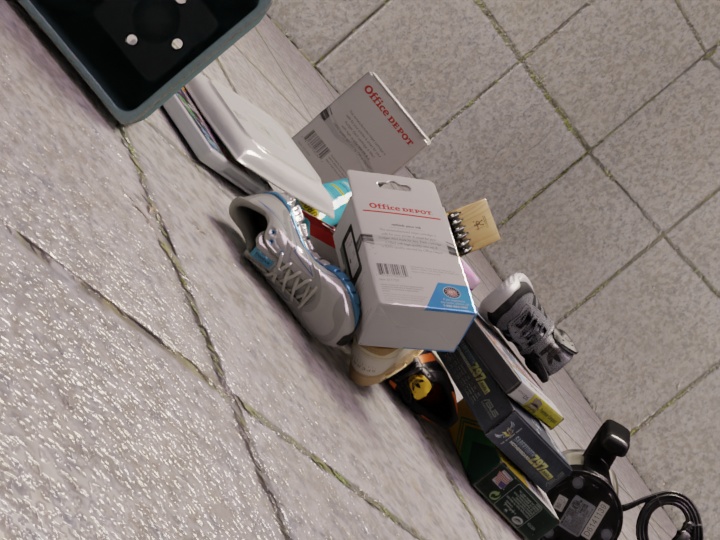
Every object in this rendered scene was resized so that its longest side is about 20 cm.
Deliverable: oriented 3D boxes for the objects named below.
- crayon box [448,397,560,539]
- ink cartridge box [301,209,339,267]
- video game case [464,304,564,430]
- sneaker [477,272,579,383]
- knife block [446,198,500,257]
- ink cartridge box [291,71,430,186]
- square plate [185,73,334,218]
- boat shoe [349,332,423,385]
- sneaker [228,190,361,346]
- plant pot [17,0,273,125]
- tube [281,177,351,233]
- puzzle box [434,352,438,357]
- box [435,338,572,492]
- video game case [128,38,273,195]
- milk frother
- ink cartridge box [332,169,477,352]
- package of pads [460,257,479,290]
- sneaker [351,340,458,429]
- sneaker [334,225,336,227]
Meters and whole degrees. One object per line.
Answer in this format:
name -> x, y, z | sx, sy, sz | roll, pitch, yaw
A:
crayon box -> 0.172, 0.241, 1.648 | 0.127, 0.051, 0.200 | 47, 10, -24
ink cartridge box -> 0.000, 0.000, 1.579 | 0.160, 0.050, 0.200 | 29, -3, 31
video game case -> 0.163, 0.095, 1.606 | 0.200, 0.025, 0.181 | 55, 8, 31
sneaker -> 0.217, 0.075, 1.635 | 0.114, 0.075, 0.200 | 49, 3, 21
knife block -> 0.095, -0.037, 1.799 | 0.200, 0.175, 0.064 | -18, -88, 64
ink cartridge box -> -0.011, -0.189, 2.016 | 0.147, 0.200, 0.086 | 51, 8, 0
square plate -> -0.126, -0.166, 1.637 | 0.198, 0.028, 0.200 | 30, 19, -50
boat shoe -> 0.040, 0.071, 1.452 | 0.073, 0.070, 0.200 | 31, 28, 18
sneaker -> -0.077, -0.001, 1.352 | 0.086, 0.075, 0.200 | 2, 46, -55
plant pot -> -0.222, -0.276, 1.350 | 0.197, 0.195, 0.200 | 50, -2, -3
tube -> -0.050, -0.085, 1.715 | 0.078, 0.051, 0.199 | 47, 36, 15
puzzle box -> 0.065, 0.099, 1.775 | 0.133, 0.025, 0.200 | 50, 8, -4
box -> 0.172, 0.164, 1.624 | 0.158, 0.051, 0.200 | 44, 10, -39
video game case -> -0.194, -0.178, 1.599 | 0.201, 0.023, 0.182 | 55, 9, 27
milk frother -> 0.342, 0.323, 1.741 | 0.200, 0.180, 0.188 | 48, 9, 5
ink cartridge box -> 0.041, -0.012, 1.404 | 0.115, 0.068, 0.201 | 7, 45, -21
package of pads -> 0.089, 0.001, 1.996 | 0.076, 0.120, 0.200 | 52, 8, 37
sneaker -> 0.054, 0.107, 1.523 | 0.200, 0.070, 0.090 | 48, 5, -29
sneaker -> -0.028, -0.038, 1.770 | 0.095, 0.079, 0.200 | 14, 31, -49
